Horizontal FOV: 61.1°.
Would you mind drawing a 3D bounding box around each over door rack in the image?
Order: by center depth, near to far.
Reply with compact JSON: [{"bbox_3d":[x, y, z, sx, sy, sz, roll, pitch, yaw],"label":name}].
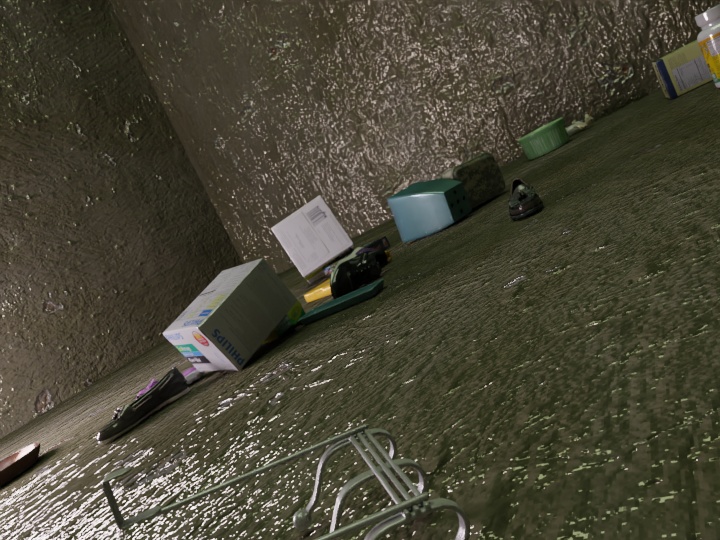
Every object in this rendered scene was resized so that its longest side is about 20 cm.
[{"bbox_3d":[-0.054,0.150,0.349,0.197,0.068,0.148,-7,2,-13],"label":"over door rack"}]

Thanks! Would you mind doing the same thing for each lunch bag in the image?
[{"bbox_3d":[0.318,-0.257,1.869,0.199,0.141,0.167,-30,7,-30],"label":"lunch bag"}]

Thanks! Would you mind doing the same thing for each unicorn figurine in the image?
[{"bbox_3d":[0.942,-0.632,2.688,0.200,0.074,0.138,-40,11,19],"label":"unicorn figurine"}]

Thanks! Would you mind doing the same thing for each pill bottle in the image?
[{"bbox_3d":[0.979,-0.608,1.639,0.112,0.202,0.113,-26,6,3],"label":"pill bottle"}]

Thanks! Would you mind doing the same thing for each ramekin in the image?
[{"bbox_3d":[0.755,-0.537,2.507,0.198,0.099,0.200,-27,6,3],"label":"ramekin"}]

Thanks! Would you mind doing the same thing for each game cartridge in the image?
[{"bbox_3d":[-0.034,0.017,1.634,0.199,0.033,0.176,-20,9,43],"label":"game cartridge"}]

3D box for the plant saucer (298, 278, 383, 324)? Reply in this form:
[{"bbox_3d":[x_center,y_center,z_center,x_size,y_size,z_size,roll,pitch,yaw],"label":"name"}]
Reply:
[{"bbox_3d":[-0.040,0.069,1.288,0.198,0.019,0.070,-23,7,29],"label":"plant saucer"}]

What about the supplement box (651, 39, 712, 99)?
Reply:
[{"bbox_3d":[1.107,-0.686,2.044,0.198,0.136,0.200,-24,7,26],"label":"supplement box"}]

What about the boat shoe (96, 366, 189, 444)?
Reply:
[{"bbox_3d":[-0.430,0.260,1.191,0.199,0.058,0.067,-32,8,-38],"label":"boat shoe"}]

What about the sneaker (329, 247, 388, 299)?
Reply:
[{"bbox_3d":[0.000,0.000,1.441,0.086,0.077,0.200,0,30,29],"label":"sneaker"}]

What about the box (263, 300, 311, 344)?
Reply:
[{"bbox_3d":[-0.210,0.129,1.388,0.198,0.049,0.117,-21,9,36],"label":"box"}]

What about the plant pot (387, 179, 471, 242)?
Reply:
[{"bbox_3d":[0.209,-0.183,1.766,0.141,0.143,0.199,-31,15,-36],"label":"plant pot"}]

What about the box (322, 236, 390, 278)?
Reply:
[{"bbox_3d":[-0.014,-0.042,2.006,0.199,0.038,0.136,-31,6,-28],"label":"box"}]

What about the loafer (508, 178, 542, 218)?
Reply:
[{"bbox_3d":[0.339,-0.156,1.294,0.071,0.064,0.200,-25,6,16],"label":"loafer"}]

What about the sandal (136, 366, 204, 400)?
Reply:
[{"bbox_3d":[-0.428,0.250,1.304,0.202,0.050,0.082,-31,7,-32],"label":"sandal"}]

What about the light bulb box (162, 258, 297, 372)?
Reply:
[{"bbox_3d":[-0.272,0.097,1.272,0.197,0.125,0.201,-13,32,52],"label":"light bulb box"}]

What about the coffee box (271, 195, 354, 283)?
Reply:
[{"bbox_3d":[-0.154,-0.100,2.074,0.199,0.201,0.198,-34,-7,-2],"label":"coffee box"}]

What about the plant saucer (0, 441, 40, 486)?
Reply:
[{"bbox_3d":[-0.789,0.445,1.329,0.198,0.035,0.200,-28,6,3],"label":"plant saucer"}]
